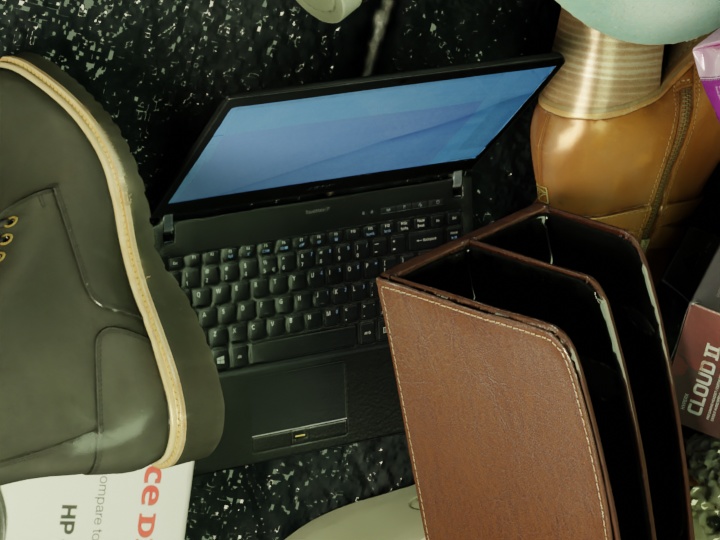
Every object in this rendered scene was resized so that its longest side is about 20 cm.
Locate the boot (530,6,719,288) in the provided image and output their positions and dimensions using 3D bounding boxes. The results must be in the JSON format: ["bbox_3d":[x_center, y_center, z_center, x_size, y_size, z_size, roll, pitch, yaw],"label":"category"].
[{"bbox_3d":[0.165,-0.063,1.253,0.199,0.074,0.156,-4,112,-30],"label":"boot"}]

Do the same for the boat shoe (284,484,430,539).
[{"bbox_3d":[0.033,0.140,1.222,0.199,0.071,0.063,-26,116,-26],"label":"boat shoe"}]

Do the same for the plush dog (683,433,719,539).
[{"bbox_3d":[0.204,0.123,1.268,0.171,0.200,0.161,-11,133,-19],"label":"plush dog"}]

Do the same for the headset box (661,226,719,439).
[{"bbox_3d":[0.245,0.031,1.196,0.149,0.199,0.078,-53,161,-49],"label":"headset box"}]

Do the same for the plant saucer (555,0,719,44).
[{"bbox_3d":[0.156,-0.202,1.135,0.200,0.039,0.202,-9,106,-31],"label":"plant saucer"}]

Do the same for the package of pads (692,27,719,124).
[{"bbox_3d":[0.252,-0.101,1.189,0.200,0.075,0.121,-40,112,-39],"label":"package of pads"}]

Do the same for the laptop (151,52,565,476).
[{"bbox_3d":[0.000,0.000,1.149,0.176,0.103,0.201,-9,106,-26],"label":"laptop"}]

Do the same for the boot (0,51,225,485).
[{"bbox_3d":[-0.155,0.000,1.015,0.138,0.201,0.078,-12,148,-34],"label":"boot"}]

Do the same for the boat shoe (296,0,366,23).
[{"bbox_3d":[-0.029,-0.213,1.106,0.060,0.072,0.202,-35,123,-22],"label":"boat shoe"}]

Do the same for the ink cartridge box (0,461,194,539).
[{"bbox_3d":[-0.177,0.092,1.083,0.199,0.084,0.147,4,99,-28],"label":"ink cartridge box"}]

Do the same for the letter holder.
[{"bbox_3d":[0.102,0.090,1.126,0.100,0.142,0.201,-24,114,-30],"label":"letter holder"}]
